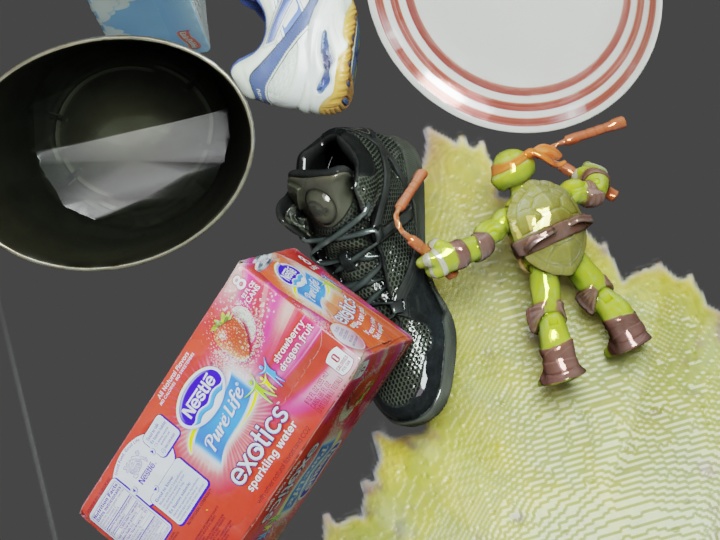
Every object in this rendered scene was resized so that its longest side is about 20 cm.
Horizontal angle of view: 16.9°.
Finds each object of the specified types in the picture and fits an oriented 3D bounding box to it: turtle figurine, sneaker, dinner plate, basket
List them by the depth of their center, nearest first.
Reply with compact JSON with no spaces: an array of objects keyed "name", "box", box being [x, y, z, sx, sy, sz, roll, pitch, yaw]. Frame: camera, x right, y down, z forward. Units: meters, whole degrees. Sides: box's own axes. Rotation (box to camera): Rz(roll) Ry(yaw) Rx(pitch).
[{"name":"basket","box":[-0.146,-0.084,1.515,0.180,0.200,0.136,-13,98,4]},{"name":"sneaker","box":[0.000,0.000,1.534,0.076,0.114,0.200,-18,71,32]},{"name":"turtle figurine","box":[0.128,-0.018,1.546,0.200,0.064,0.162,-24,88,-34]},{"name":"dinner plate","box":[0.100,-0.186,1.575,0.200,0.024,0.201,9,119,16]},{"name":"sneaker","box":[-0.039,-0.205,1.618,0.088,0.075,0.201,7,75,6]}]

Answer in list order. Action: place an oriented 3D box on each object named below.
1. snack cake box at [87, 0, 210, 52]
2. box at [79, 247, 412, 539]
[{"name":"snack cake box","box":[-0.147,-0.223,1.566,0.067,0.200,0.115,-6,74,3]},{"name":"box","box":[-0.070,0.095,1.491,0.100,0.095,0.200,37,108,13]}]
